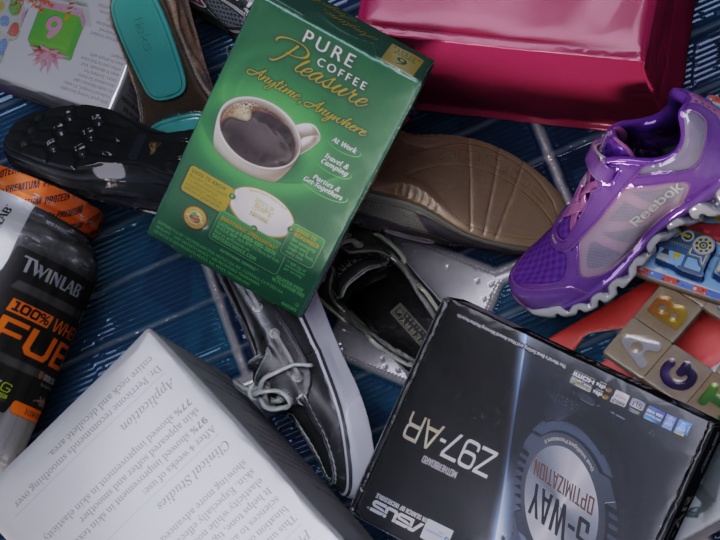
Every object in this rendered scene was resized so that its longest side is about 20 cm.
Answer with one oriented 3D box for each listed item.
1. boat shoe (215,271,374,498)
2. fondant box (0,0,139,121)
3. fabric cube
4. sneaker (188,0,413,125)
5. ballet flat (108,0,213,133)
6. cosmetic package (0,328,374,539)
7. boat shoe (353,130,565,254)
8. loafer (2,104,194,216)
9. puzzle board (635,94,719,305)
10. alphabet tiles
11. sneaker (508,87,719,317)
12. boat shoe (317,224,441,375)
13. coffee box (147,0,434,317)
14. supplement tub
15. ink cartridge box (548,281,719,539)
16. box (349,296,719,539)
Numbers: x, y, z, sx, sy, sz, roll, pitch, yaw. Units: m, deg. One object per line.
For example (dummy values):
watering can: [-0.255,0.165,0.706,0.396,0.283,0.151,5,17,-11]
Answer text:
boat shoe: [-0.049,0.066,1.719,0.068,0.074,0.199,-19,88,-19]
fondant box: [-0.201,-0.217,1.851,0.144,0.058,0.200,19,81,17]
fabric cube: [0.123,-0.217,1.698,0.196,0.200,0.199,8,80,14]
sneaker: [-0.060,-0.146,1.789,0.200,0.081,0.075,39,91,18]
ballet flat: [-0.125,-0.121,1.796,0.068,0.067,0.200,-5,111,15]
cosmetic package: [-0.111,0.177,1.679,0.167,0.166,0.200,-43,71,1]
boat shoe: [0.042,-0.053,1.740,0.200,0.065,0.072,14,65,-10]
loafer: [-0.153,-0.067,1.751,0.200,0.070,0.068,9,53,19]
puzzle board: [0.298,-0.031,1.686,0.200,0.017,0.151,19,66,17]
alphabet tiles: [0.286,0.028,1.668,0.167,0.008,0.200,34,70,23]
sneaker: [0.170,-0.051,1.664,0.200,0.088,0.081,-37,35,17]
boat shoe: [0.000,0.000,1.747,0.200,0.064,0.071,42,90,19]
coffee box: [-0.046,-0.079,1.640,0.123,0.044,0.200,28,120,4]
supplement tub: [-0.261,0.033,1.772,0.122,0.123,0.200,20,83,17]
ink cartridge box: [0.187,0.102,1.690,0.200,0.044,0.174,-31,73,5]
box: [0.114,0.129,1.646,0.200,0.044,0.160,26,95,18]
